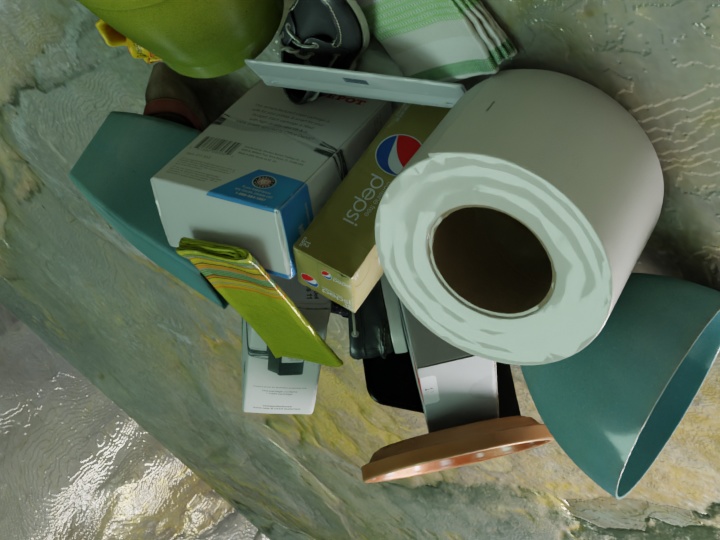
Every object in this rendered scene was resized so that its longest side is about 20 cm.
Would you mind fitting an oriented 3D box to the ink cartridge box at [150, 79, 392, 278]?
[{"bbox_3d":[-0.077,-0.096,1.237,0.146,0.200,0.086,15,133,28],"label":"ink cartridge box"}]

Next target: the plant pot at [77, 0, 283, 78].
[{"bbox_3d":[-0.157,-0.270,1.120,0.200,0.201,0.193,27,168,27],"label":"plant pot"}]

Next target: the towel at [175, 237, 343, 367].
[{"bbox_3d":[-0.093,0.035,1.235,0.086,0.018,0.200,12,153,36],"label":"towel"}]

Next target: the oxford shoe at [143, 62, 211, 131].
[{"bbox_3d":[-0.202,-0.178,1.524,0.070,0.075,0.200,-4,164,4],"label":"oxford shoe"}]

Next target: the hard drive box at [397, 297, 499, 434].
[{"bbox_3d":[0.079,0.039,1.310,0.156,0.076,0.201,77,180,-58],"label":"hard drive box"}]

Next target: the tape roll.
[{"bbox_3d":[0.130,-0.043,1.056,0.202,0.139,0.203,17,132,21],"label":"tape roll"}]

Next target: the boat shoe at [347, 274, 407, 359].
[{"bbox_3d":[0.000,0.000,1.322,0.076,0.060,0.201,78,180,-50],"label":"boat shoe"}]

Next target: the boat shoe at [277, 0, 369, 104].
[{"bbox_3d":[-0.040,-0.202,1.164,0.073,0.063,0.200,47,168,8],"label":"boat shoe"}]

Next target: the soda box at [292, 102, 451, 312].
[{"bbox_3d":[0.021,-0.064,1.185,0.064,0.200,0.068,28,156,17],"label":"soda box"}]

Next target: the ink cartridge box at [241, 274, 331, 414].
[{"bbox_3d":[-0.083,0.041,1.404,0.083,0.147,0.200,2,140,-8],"label":"ink cartridge box"}]

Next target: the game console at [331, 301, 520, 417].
[{"bbox_3d":[0.061,0.102,1.452,0.199,0.117,0.176,15,171,-29],"label":"game console"}]

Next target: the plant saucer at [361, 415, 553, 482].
[{"bbox_3d":[0.097,0.182,1.337,0.200,0.199,0.032,133,126,-68],"label":"plant saucer"}]

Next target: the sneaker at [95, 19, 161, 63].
[{"bbox_3d":[-0.194,-0.240,1.354,0.200,0.077,0.073,16,148,41],"label":"sneaker"}]

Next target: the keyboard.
[{"bbox_3d":[-0.002,-0.166,1.148,0.199,0.011,0.056,9,167,15],"label":"keyboard"}]

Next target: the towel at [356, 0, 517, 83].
[{"bbox_3d":[0.025,-0.234,1.080,0.200,0.031,0.149,48,156,-20],"label":"towel"}]

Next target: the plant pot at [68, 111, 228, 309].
[{"bbox_3d":[-0.207,-0.081,1.436,0.200,0.142,0.141,29,168,14],"label":"plant pot"}]

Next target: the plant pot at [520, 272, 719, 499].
[{"bbox_3d":[0.222,0.081,1.153,0.135,0.200,0.200,30,157,22],"label":"plant pot"}]
